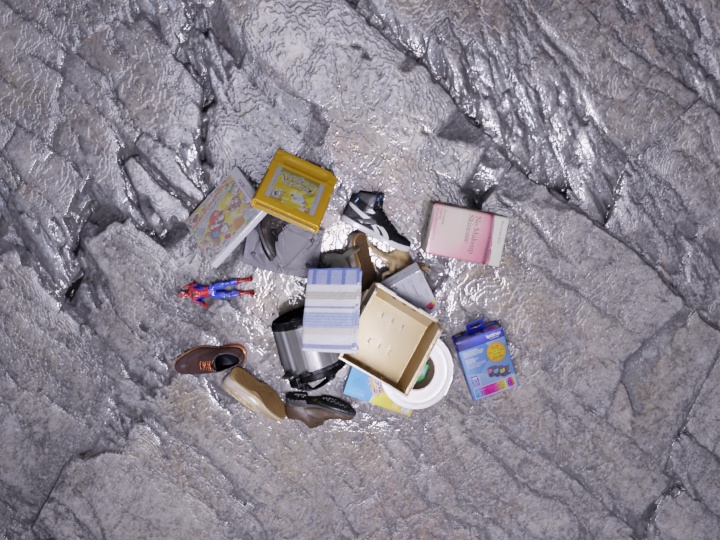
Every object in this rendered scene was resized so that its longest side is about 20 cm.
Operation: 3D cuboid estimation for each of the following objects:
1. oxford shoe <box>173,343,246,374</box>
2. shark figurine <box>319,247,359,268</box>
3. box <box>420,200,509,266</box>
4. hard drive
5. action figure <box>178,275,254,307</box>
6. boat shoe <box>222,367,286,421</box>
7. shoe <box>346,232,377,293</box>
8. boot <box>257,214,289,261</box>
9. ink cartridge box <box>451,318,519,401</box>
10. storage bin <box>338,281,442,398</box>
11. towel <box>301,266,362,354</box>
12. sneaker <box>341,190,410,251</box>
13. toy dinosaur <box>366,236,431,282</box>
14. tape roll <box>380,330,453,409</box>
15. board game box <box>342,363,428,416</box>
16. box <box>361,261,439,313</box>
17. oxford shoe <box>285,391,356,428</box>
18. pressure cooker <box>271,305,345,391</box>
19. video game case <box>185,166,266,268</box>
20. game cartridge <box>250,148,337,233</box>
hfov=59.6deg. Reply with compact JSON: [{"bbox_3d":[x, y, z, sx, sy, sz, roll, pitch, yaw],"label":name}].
[{"bbox_3d":[-0.401,0.238,1.660,0.195,0.073,0.073,-13,100,0],"label":"oxford shoe"},{"bbox_3d":[-0.039,0.032,1.580,0.126,0.218,0.090,-22,131,17],"label":"shark figurine"},{"bbox_3d":[0.263,-0.095,1.609,0.194,0.109,0.131,10,99,-3],"label":"box"},{"bbox_3d":[-0.200,-0.063,1.633,0.195,0.042,0.139,11,99,-3],"label":"hard drive"},{"bbox_3d":[-0.379,0.057,1.622,0.194,0.099,0.067,-7,99,2],"label":"action figure"},{"bbox_3d":[-0.285,0.340,1.687,0.069,0.074,0.200,-36,110,29],"label":"boat shoe"},{"bbox_3d":[0.000,0.000,1.650,0.069,0.053,0.206,-19,106,-42],"label":"shoe"},{"bbox_3d":[-0.175,-0.132,1.573,0.169,0.069,0.205,-10,71,-8],"label":"boot"},{"bbox_3d":[0.328,0.226,1.682,0.133,0.076,0.205,-19,98,1],"label":"ink cartridge box"},{"bbox_3d":[0.070,0.164,1.535,0.197,0.094,0.202,30,89,-11],"label":"storage bin"},{"bbox_3d":[-0.066,0.093,1.484,0.143,0.024,0.206,-1,76,17],"label":"towel"},{"bbox_3d":[0.058,-0.136,1.614,0.196,0.073,0.114,26,99,-4],"label":"sneaker"},{"bbox_3d":[0.085,-0.011,1.654,0.196,0.058,0.103,22,83,-13],"label":"toy dinosaur"},{"bbox_3d":[0.141,0.253,1.639,0.197,0.071,0.209,0,93,-5],"label":"tape roll"},{"bbox_3d":[0.067,0.288,1.700,0.195,0.040,0.157,19,98,-5],"label":"board game box"},{"bbox_3d":[0.091,0.087,1.631,0.197,0.042,0.157,-29,130,4],"label":"box"},{"bbox_3d":[-0.108,0.384,1.698,0.194,0.073,0.087,7,102,9],"label":"oxford shoe"},{"bbox_3d":[-0.127,0.202,1.610,0.172,0.179,0.205,-17,99,-2],"label":"pressure cooker"},{"bbox_3d":[-0.335,-0.136,1.569,0.200,0.023,0.183,-45,55,6],"label":"video game case"},{"bbox_3d":[-0.158,-0.200,1.548,0.173,0.203,0.033,22,140,-6],"label":"game cartridge"}]
